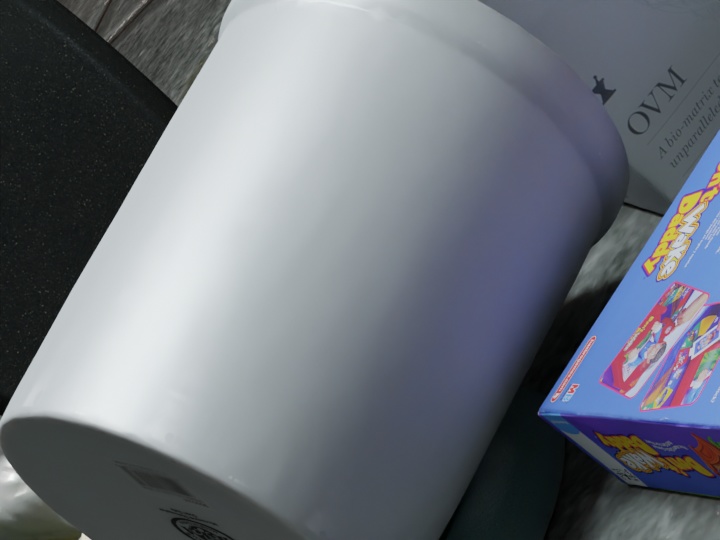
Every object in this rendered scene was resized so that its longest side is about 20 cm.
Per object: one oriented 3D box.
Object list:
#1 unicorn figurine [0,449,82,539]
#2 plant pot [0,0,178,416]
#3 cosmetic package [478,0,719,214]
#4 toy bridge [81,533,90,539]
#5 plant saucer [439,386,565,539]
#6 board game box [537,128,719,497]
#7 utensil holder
[{"bbox_3d":[-0.166,0.109,1.040,0.200,0.137,0.074,169,124,-78],"label":"unicorn figurine"},{"bbox_3d":[-0.155,-0.012,1.101,0.201,0.177,0.200,-59,0,-6],"label":"plant pot"},{"bbox_3d":[0.103,-0.163,0.906,0.200,0.200,0.123,-53,17,-3],"label":"cosmetic package"},{"bbox_3d":[-0.083,0.111,0.950,0.067,0.027,0.201,4,60,18],"label":"toy bridge"},{"bbox_3d":[0.002,0.121,0.882,0.200,0.027,0.200,-45,17,18],"label":"plant saucer"},{"bbox_3d":[0.155,-0.019,0.739,0.200,0.045,0.134,-55,17,-13],"label":"board game box"},{"bbox_3d":[-0.017,0.015,0.826,0.170,0.170,0.201,-19,39,60],"label":"utensil holder"}]
